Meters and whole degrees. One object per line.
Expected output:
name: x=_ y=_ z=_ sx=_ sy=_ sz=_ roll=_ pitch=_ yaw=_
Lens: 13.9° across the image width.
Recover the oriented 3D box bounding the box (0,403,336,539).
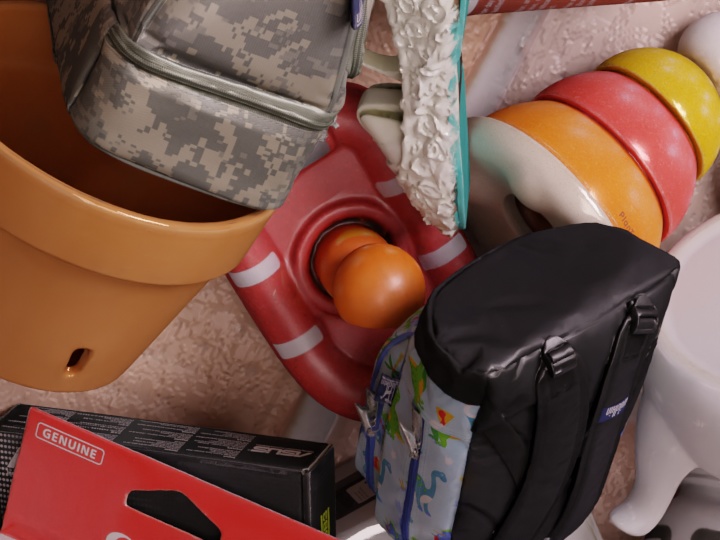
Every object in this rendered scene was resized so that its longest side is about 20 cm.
box: x=-0.110 y=0.181 z=1.673 sx=0.199 sy=0.048 sz=0.194 roll=7 pitch=114 yaw=19

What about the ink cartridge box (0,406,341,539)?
ink cartridge box: x=-0.123 y=0.193 z=1.633 sx=0.199 sy=0.045 sz=0.177 roll=22 pitch=118 yaw=12

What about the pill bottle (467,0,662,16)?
pill bottle: x=0.086 y=-0.197 z=1.616 sx=0.199 sy=0.112 sz=0.113 roll=-6 pitch=111 yaw=-15

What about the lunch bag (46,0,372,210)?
lunch bag: x=-0.068 y=-0.153 z=1.522 sx=0.139 sy=0.200 sz=0.168 roll=18 pitch=118 yaw=-20

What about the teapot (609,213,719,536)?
teapot: x=0.258 y=0.061 z=1.687 sx=0.198 sy=0.199 sz=0.146 roll=-59 pitch=145 yaw=-37

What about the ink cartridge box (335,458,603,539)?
ink cartridge box: x=0.039 y=0.180 z=1.754 sx=0.199 sy=0.083 sz=0.146 roll=-28 pitch=114 yaw=-6

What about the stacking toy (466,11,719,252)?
stacking toy: x=0.160 y=-0.076 z=1.694 sx=0.200 sy=0.146 sz=0.146 roll=-40 pitch=117 yaw=-19

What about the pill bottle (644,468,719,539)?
pill bottle: x=0.219 y=0.204 z=1.772 sx=0.113 sy=0.114 sz=0.201 roll=19 pitch=79 yaw=-22

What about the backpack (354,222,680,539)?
backpack: x=0.076 y=0.081 z=1.604 sx=0.163 sy=0.153 sz=0.201 roll=-29 pitch=132 yaw=-35

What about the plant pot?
plant pot: x=-0.159 y=-0.031 z=1.569 sx=0.199 sy=0.200 sz=0.140 roll=18 pitch=119 yaw=-22

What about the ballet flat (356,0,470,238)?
ballet flat: x=0.029 y=-0.105 z=1.580 sx=0.071 sy=0.072 sz=0.201 roll=-12 pitch=134 yaw=-13

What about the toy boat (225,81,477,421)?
toy boat: x=0.000 y=0.000 z=1.651 sx=0.130 sy=0.131 sz=0.200 roll=-33 pitch=115 yaw=-3
